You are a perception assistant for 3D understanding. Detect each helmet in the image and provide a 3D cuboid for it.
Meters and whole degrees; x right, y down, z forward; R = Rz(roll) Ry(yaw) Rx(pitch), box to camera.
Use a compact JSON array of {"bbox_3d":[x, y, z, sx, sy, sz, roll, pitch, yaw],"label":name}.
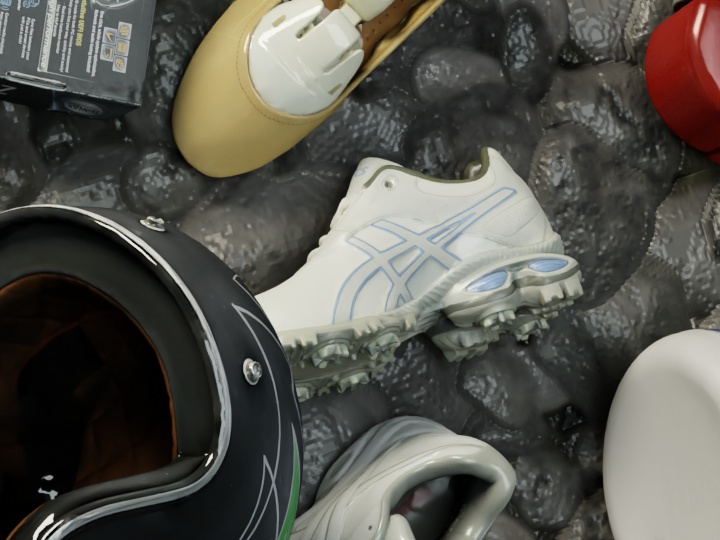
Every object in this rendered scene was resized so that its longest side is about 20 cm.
[{"bbox_3d":[-0.115,0.077,0.876,0.191,0.200,0.200,-42,102,-33],"label":"helmet"}]

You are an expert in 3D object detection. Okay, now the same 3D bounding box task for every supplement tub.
[{"bbox_3d":[0.233,0.094,1.061,0.200,0.145,0.145,-4,87,-25],"label":"supplement tub"}]

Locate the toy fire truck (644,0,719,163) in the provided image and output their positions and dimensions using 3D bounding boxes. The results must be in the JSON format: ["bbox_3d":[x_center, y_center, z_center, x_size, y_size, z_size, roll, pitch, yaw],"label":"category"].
[{"bbox_3d":[0.180,-0.154,1.084,0.200,0.129,0.176,18,78,-10],"label":"toy fire truck"}]

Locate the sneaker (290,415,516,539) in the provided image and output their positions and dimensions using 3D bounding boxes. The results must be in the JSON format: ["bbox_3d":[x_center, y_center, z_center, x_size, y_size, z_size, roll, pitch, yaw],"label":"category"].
[{"bbox_3d":[-0.009,0.139,0.970,0.078,0.099,0.200,45,69,-14],"label":"sneaker"}]

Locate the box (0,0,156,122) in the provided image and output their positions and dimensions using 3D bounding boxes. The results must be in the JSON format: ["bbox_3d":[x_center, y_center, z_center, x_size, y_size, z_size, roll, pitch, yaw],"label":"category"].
[{"bbox_3d":[-0.161,-0.178,0.962,0.160,0.044,0.200,10,81,-24],"label":"box"}]

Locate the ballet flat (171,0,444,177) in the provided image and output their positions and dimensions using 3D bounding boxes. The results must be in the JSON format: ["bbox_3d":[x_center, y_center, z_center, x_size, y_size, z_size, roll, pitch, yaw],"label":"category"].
[{"bbox_3d":[-0.007,-0.121,1.017,0.069,0.063,0.200,48,69,-13],"label":"ballet flat"}]

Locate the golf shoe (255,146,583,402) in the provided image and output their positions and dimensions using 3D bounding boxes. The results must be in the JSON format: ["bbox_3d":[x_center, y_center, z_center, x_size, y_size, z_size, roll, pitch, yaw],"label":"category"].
[{"bbox_3d":[0.000,0.000,1.015,0.200,0.078,0.097,-13,74,-31],"label":"golf shoe"}]
